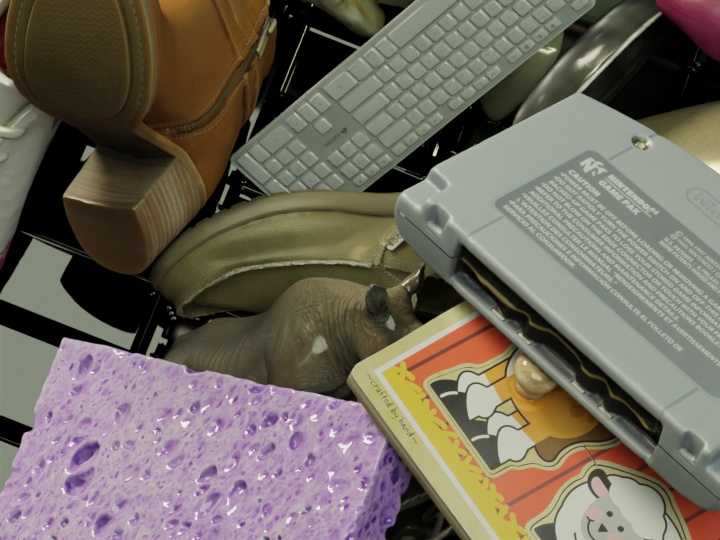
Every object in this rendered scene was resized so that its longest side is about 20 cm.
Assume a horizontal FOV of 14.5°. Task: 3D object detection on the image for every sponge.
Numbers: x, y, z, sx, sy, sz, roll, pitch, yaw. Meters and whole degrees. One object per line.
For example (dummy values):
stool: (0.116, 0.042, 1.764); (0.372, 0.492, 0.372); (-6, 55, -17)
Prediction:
sponge: (-0.074, 0.100, 1.265); (0.200, 0.030, 0.112); (10, 71, 37)

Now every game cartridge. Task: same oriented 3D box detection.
game cartridge: (0.127, 0.008, 1.221); (0.133, 0.040, 0.200); (-30, 60, -32)

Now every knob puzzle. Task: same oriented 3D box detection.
knob puzzle: (0.126, 0.064, 1.215); (0.219, 0.030, 0.220); (5, 59, -8)

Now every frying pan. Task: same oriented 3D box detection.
frying pan: (0.136, -0.114, 1.366); (0.031, 0.115, 0.190); (43, 66, 7)

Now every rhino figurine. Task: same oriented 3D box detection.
rhino figurine: (-0.021, 0.049, 1.306); (0.060, 0.200, 0.088); (-14, 83, -50)

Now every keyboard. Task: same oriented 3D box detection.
keyboard: (0.022, -0.089, 1.340); (0.056, 0.200, 0.011); (38, 34, -21)

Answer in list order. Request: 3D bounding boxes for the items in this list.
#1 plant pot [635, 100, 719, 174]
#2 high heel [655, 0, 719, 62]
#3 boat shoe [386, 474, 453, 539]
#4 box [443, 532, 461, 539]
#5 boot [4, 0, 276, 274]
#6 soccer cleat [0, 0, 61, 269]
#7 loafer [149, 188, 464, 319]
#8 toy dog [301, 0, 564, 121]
plant pot: (0.193, -0.008, 1.345); (0.200, 0.187, 0.188); (3, 77, 7)
high heel: (0.197, -0.145, 1.369); (0.096, 0.200, 0.067); (21, 110, 2)
boat shoe: (0.056, 0.093, 1.315); (0.200, 0.067, 0.057); (-27, 80, -44)
box: (0.120, 0.159, 1.292); (0.200, 0.148, 0.107); (-14, 90, -9)
boot: (-0.093, -0.115, 1.307); (0.074, 0.200, 0.155); (18, 50, 16)
soccer cleat: (-0.181, -0.062, 1.331); (0.070, 0.086, 0.200); (25, 91, -1)
loafer: (0.000, 0.000, 1.360); (0.200, 0.076, 0.068); (-9, 72, -8)
toy dog: (0.017, -0.176, 1.348); (0.200, 0.194, 0.140); (23, 84, -10)
